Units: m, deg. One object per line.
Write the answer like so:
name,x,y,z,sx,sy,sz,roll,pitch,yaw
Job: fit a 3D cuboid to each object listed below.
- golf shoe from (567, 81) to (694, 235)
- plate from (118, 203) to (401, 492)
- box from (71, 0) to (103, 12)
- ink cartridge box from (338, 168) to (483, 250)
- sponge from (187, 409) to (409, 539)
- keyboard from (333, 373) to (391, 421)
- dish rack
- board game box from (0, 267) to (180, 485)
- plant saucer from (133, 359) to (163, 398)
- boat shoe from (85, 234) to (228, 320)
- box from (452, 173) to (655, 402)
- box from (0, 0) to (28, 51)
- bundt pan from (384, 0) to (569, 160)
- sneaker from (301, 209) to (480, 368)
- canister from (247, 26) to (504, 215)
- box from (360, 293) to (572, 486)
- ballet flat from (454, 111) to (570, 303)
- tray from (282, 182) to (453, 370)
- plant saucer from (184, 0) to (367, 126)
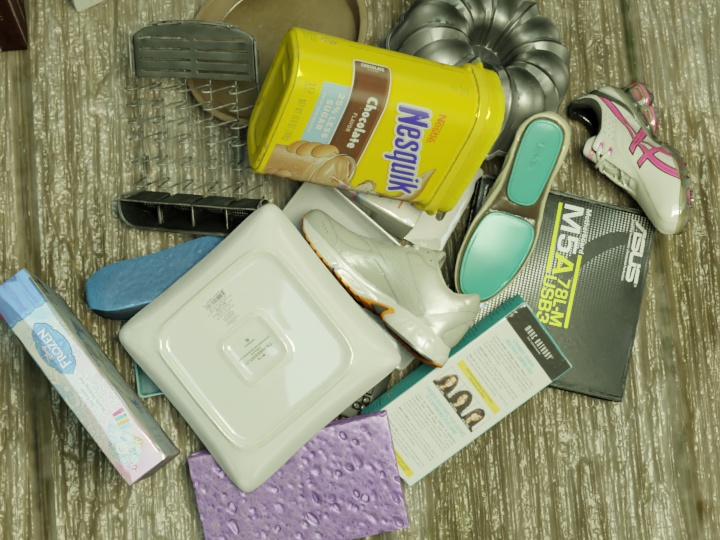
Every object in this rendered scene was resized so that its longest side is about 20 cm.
golf shoe,0.278,-0.110,1.190,0.091,0.073,0.201,-10,50,-5
plate,-0.097,0.072,1.076,0.199,0.032,0.200,-40,87,2
box,-0.233,-0.375,1.176,0.199,0.097,0.125,-30,86,-11
ink cartridge box,0.026,-0.115,1.183,0.199,0.068,0.117,30,78,-2
sponge,-0.059,0.210,1.106,0.198,0.030,0.113,-13,94,5
keyboard,-0.041,0.173,1.144,0.103,0.040,0.201,18,78,-5
dish rack,-0.163,-0.138,1.116,0.152,0.055,0.202,5,109,17
board game box,-0.244,0.101,1.047,0.043,0.200,0.199,-38,87,-9
plant saucer,-0.125,0.079,1.149,0.198,0.019,0.070,-10,65,-6
boat shoe,-0.168,0.007,1.142,0.198,0.069,0.085,-3,71,-3
box,0.194,0.019,1.192,0.192,0.048,0.202,14,83,-3
box,-0.424,-0.323,1.109,0.164,0.164,0.202,-9,82,-9
bundt pan,0.127,-0.218,1.175,0.200,0.076,0.203,9,59,-15
sneaker,0.031,-0.001,1.117,0.200,0.076,0.092,43,84,11
canister,0.010,-0.135,1.054,0.198,0.149,0.087,9,46,-21
box,0.101,0.117,1.133,0.199,0.049,0.082,-37,99,4
ballet flat,0.150,-0.062,1.138,0.069,0.069,0.201,26,102,-2
tray,0.000,0.000,1.167,0.200,0.022,0.108,41,114,0
plant saucer,-0.084,-0.229,1.170,0.198,0.029,0.202,-7,66,16
